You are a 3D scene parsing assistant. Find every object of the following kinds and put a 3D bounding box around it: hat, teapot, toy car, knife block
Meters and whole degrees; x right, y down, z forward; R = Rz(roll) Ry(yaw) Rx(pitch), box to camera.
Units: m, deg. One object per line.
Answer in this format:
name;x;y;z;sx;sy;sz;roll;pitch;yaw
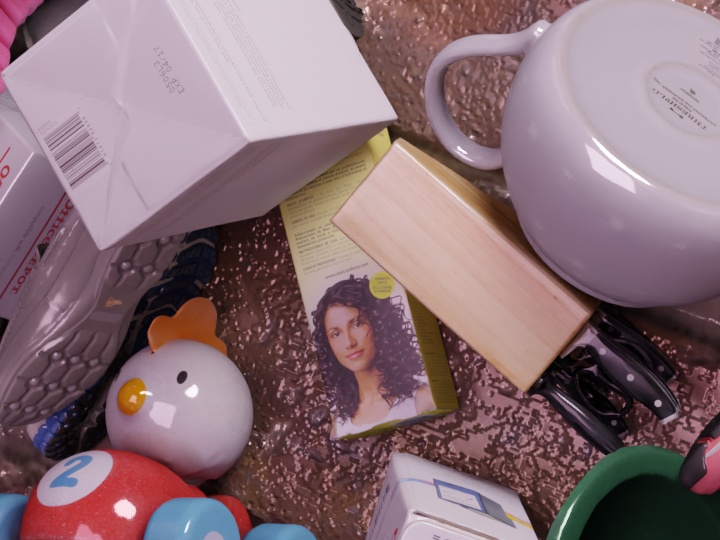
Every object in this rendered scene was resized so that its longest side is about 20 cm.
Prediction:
hat;0.110;0.207;1.332;0.175;0.166;0.201;-12;39;52
teapot;0.155;-0.053;1.292;0.146;0.196;0.201;120;142;-46
toy car;-0.129;0.111;1.399;0.183;0.176;0.202;-3;73;33
knife block;0.095;0.025;1.303;0.064;0.199;0.176;-50;42;12

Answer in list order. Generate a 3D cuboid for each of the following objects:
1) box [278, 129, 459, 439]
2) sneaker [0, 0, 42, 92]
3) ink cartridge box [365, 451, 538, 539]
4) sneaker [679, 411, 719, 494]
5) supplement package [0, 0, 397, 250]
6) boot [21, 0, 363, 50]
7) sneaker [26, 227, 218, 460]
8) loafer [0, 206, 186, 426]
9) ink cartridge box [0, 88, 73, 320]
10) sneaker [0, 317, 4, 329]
box;0.000;0.000;1.405;0.075;0.050;0.202;-19;80;20
sneaker;-0.273;-0.151;1.438;0.095;0.201;0.079;-11;127;32
ink cartridge box;0.038;0.199;1.291;0.087;0.200;0.147;18;94;-1
sneaker;0.277;0.085;1.263;0.199;0.074;0.087;-31;86;4
supplement package;-0.089;-0.101;1.303;0.119;0.200;0.122;-35;82;25
boot;-0.113;-0.159;1.449;0.200;0.073;0.182;-38;60;9
sneaker;-0.173;0.023;1.463;0.085;0.077;0.201;41;102;23
loafer;-0.177;0.013;1.393;0.200;0.070;0.070;-52;50;20
ink cartridge box;-0.247;-0.051;1.465;0.200;0.066;0.116;42;103;40
sneaker;-0.335;-0.012;1.526;0.199;0.082;0.074;27;99;23
